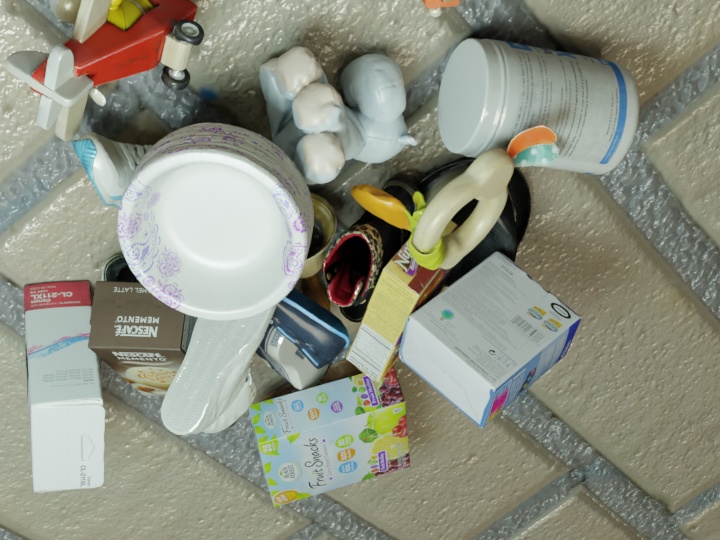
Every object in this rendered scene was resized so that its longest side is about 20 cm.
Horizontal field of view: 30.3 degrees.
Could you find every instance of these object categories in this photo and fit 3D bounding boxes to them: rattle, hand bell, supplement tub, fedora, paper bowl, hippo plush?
[{"bbox_3d":[0.107,-0.110,1.456,0.129,0.143,0.201,17,114,-43],"label":"rattle"},{"bbox_3d":[-0.065,0.006,1.626,0.103,0.105,0.201,-17,144,-3],"label":"hand bell"},{"bbox_3d":[0.201,-0.184,1.502,0.197,0.133,0.133,6,128,-23],"label":"supplement tub"},{"bbox_3d":[0.135,-0.037,1.631,0.197,0.092,0.203,-9,131,-10],"label":"fedora"},{"bbox_3d":[-0.146,-0.058,1.385,0.197,0.105,0.203,4,123,6],"label":"paper bowl"},{"bbox_3d":[-0.011,-0.151,1.443,0.158,0.159,0.203,-12,114,-22],"label":"hippo plush"}]

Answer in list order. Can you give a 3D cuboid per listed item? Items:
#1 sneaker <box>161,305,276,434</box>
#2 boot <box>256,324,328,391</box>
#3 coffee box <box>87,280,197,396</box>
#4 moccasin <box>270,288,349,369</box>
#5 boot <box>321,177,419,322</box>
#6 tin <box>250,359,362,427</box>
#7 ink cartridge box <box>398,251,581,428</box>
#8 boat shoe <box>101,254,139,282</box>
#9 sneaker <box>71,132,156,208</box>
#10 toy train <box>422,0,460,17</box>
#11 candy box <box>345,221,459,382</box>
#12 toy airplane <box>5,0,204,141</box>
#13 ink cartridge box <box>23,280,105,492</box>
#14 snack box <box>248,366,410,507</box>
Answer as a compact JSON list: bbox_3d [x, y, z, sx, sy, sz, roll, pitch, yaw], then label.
[{"bbox_3d":[-0.144,0.093,1.496,0.202,0.073,0.115,-58,162,1],"label":"sneaker"},{"bbox_3d":[-0.102,0.089,1.690,0.073,0.090,0.200,-56,158,-13],"label":"boot"},{"bbox_3d":[-0.231,0.085,1.558,0.112,0.081,0.200,1,159,11],"label":"coffee box"},{"bbox_3d":[-0.105,0.049,1.541,0.199,0.081,0.068,36,104,-10],"label":"moccasin"},{"bbox_3d":[0.000,0.000,1.576,0.073,0.151,0.202,31,122,7],"label":"boot"},{"bbox_3d":[-0.053,0.189,1.805,0.198,0.042,0.113,-25,128,5],"label":"tin"},{"bbox_3d":[0.160,0.069,1.542,0.199,0.136,0.077,-35,153,-34],"label":"ink cartridge box"},{"bbox_3d":[-0.203,0.007,1.567,0.196,0.066,0.076,7,86,-16],"label":"boat shoe"},{"bbox_3d":[-0.245,-0.109,1.437,0.080,0.077,0.200,-31,162,6],"label":"sneaker"},{"bbox_3d":[0.033,-0.321,1.382,0.197,0.056,0.152,-4,130,-15],"label":"toy train"},{"bbox_3d":[0.054,0.033,1.581,0.056,0.117,0.201,35,145,9],"label":"candy box"},{"bbox_3d":[-0.268,-0.229,1.310,0.200,0.141,0.199,-44,162,4],"label":"toy airplane"},{"bbox_3d":[-0.347,0.134,1.552,0.081,0.201,0.147,-2,130,-15],"label":"ink cartridge box"},{"bbox_3d":[-0.038,0.220,1.754,0.197,0.068,0.170,-15,142,-5],"label":"snack box"}]
